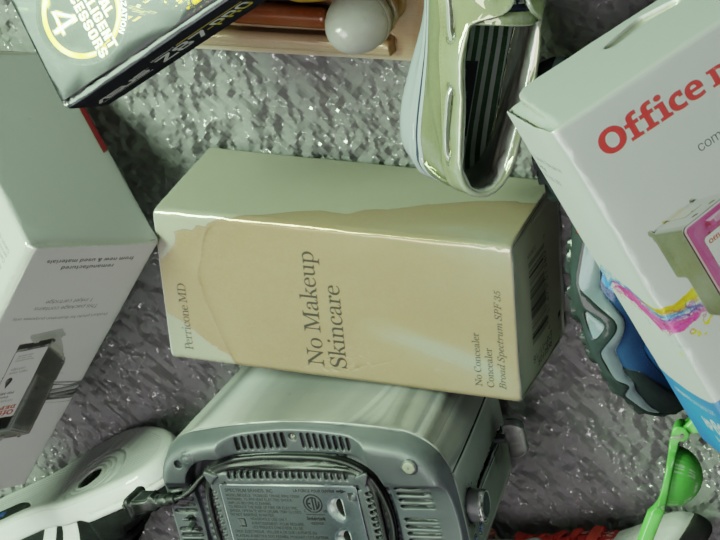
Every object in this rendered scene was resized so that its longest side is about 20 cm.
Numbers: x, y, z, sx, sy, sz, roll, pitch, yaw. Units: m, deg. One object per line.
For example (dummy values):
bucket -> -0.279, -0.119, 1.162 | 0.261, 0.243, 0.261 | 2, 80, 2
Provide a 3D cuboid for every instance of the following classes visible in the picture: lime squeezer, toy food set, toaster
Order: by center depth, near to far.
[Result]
toy food set -> -0.052, -0.163, 1.341 | 0.198, 0.060, 0.145 | 5, 120, 22
lime squeezer -> 0.182, 0.103, 1.378 | 0.200, 0.038, 0.071 | -43, 107, 13
toaster -> -0.013, 0.105, 1.433 | 0.199, 0.129, 0.114 | -3, 116, 25

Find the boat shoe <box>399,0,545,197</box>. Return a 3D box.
boat shoe -> 0.065, -0.132, 1.280 | 0.062, 0.071, 0.202 | 40, 130, 54

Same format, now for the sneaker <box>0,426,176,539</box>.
sneaker -> -0.144, 0.166, 1.571 | 0.199, 0.073, 0.112 | -25, 109, 42

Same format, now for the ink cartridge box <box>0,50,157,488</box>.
ink cartridge box -> -0.206, 0.003, 1.454 | 0.147, 0.082, 0.200 | 59, 134, 31

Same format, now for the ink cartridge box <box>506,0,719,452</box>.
ink cartridge box -> 0.183, -0.029, 1.254 | 0.144, 0.085, 0.201 | -34, 105, -3

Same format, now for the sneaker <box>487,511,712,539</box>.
sneaker -> 0.089, 0.165, 1.459 | 0.108, 0.067, 0.201 | 48, 121, 2

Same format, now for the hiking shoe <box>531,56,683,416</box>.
hiking shoe -> 0.145, -0.015, 1.328 | 0.086, 0.075, 0.201 | -9, 118, 20

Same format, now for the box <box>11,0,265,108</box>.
box -> -0.117, -0.203, 1.302 | 0.161, 0.049, 0.201 | -29, 82, 21

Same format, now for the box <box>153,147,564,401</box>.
box -> 0.000, 0.000, 1.399 | 0.198, 0.078, 0.096 | 5, 119, 22
